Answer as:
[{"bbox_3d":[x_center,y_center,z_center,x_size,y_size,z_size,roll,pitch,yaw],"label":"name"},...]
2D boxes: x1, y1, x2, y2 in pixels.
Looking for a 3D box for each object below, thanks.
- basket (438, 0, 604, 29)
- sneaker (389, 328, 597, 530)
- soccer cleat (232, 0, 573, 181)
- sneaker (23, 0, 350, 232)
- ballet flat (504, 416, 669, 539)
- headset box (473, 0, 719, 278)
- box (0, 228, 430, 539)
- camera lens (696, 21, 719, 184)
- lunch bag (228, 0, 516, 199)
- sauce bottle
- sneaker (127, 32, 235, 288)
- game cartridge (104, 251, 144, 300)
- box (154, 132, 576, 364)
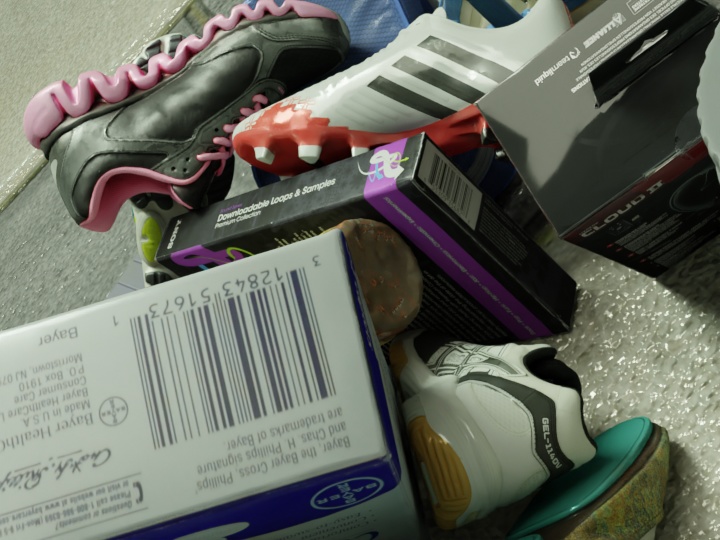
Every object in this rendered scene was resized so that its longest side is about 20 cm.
[{"bbox_3d":[0.098,-0.200,0.804,0.138,0.200,0.178,-15,44,39],"label":"basket"},{"bbox_3d":[0.065,0.070,0.680,0.087,0.077,0.200,-18,12,0],"label":"sneaker"},{"bbox_3d":[0.024,-0.094,0.735,0.197,0.069,0.086,-9,65,24],"label":"soccer cleat"},{"bbox_3d":[-0.091,-0.083,0.794,0.198,0.079,0.096,-23,70,5],"label":"sneaker"},{"bbox_3d":[0.086,0.132,0.588,0.070,0.072,0.199,-14,11,40],"label":"ballet flat"},{"bbox_3d":[0.151,-0.076,0.620,0.148,0.199,0.078,-37,70,17],"label":"headset box"},{"bbox_3d":[-0.069,0.092,0.620,0.181,0.200,0.106,-16,65,2],"label":"box"},{"bbox_3d":[0.227,-0.022,0.477,0.159,0.200,0.161,-30,37,26],"label":"camera lens"},{"bbox_3d":[0.006,-0.109,0.881,0.135,0.132,0.202,-34,48,20],"label":"lunch bag"},{"bbox_3d":[-0.046,0.036,0.745,0.199,0.066,0.067,-34,32,49],"label":"sauce bottle"},{"bbox_3d":[-0.120,-0.054,0.892,0.076,0.203,0.080,-3,20,-9],"label":"sneaker"},{"bbox_3d":[-0.110,0.013,0.987,0.130,0.038,0.199,-53,33,-14],"label":"game cartridge"},{"bbox_3d":[0.000,0.000,0.769,0.198,0.143,0.036,-15,48,40],"label":"box"}]
